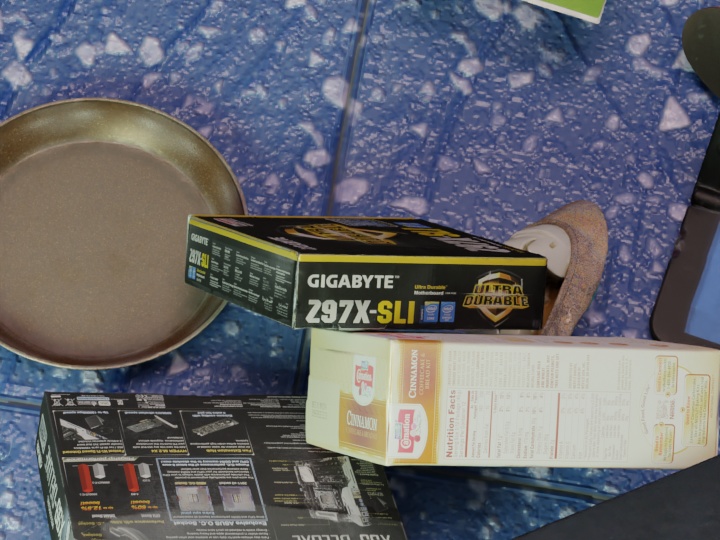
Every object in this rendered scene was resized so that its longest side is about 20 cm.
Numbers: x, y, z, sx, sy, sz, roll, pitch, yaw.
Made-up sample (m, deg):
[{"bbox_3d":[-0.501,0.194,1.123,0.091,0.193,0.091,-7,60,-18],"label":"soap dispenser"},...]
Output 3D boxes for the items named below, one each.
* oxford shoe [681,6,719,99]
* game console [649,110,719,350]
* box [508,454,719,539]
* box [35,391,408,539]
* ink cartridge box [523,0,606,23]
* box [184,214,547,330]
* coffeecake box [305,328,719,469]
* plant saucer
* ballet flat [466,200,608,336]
[{"bbox_3d":[0.311,-0.125,1.881,0.200,0.071,0.071,27,34,11],"label":"oxford shoe"},{"bbox_3d":[0.307,-0.020,1.784,0.200,0.173,0.119,18,34,6],"label":"game console"},{"bbox_3d":[0.168,0.208,1.591,0.198,0.200,0.123,-21,64,-16],"label":"box"},{"bbox_3d":[-0.082,0.137,1.645,0.200,0.050,0.158,1,35,-16],"label":"box"},{"bbox_3d":[0.119,-0.250,1.922,0.148,0.076,0.200,19,62,6],"label":"ink cartridge box"},{"bbox_3d":[0.000,0.000,1.690,0.159,0.200,0.049,2,97,-22],"label":"box"},{"bbox_3d":[0.086,0.074,1.624,0.200,0.153,0.073,2,91,-18],"label":"coffeecake box"},{"bbox_3d":[-0.171,-0.019,1.792,0.200,0.032,0.200,2,59,-3],"label":"plant saucer"},{"bbox_3d":[0.103,0.023,1.759,0.068,0.067,0.200,-5,51,36],"label":"ballet flat"}]
